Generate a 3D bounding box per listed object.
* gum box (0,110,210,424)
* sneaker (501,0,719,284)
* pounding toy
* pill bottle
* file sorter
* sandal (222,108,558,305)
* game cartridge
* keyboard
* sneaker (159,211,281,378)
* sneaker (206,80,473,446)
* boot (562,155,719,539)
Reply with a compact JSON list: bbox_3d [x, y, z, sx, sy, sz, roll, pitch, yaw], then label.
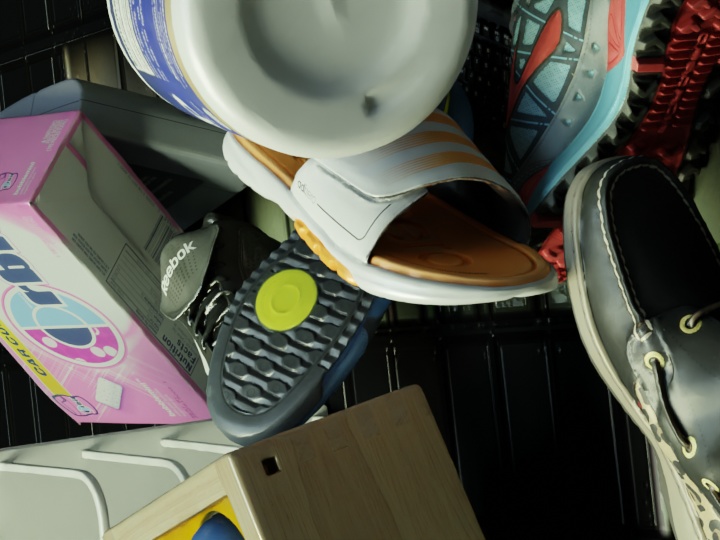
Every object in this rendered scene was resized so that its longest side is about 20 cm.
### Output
[{"bbox_3d":[-0.149,0.006,1.437,0.113,0.200,0.066,-3,49,38],"label":"gum box"},{"bbox_3d":[0.100,-0.083,1.100,0.096,0.079,0.200,56,131,39],"label":"sneaker"},{"bbox_3d":[-0.038,0.180,1.175,0.200,0.142,0.185,-35,75,58],"label":"pounding toy"},{"bbox_3d":[-0.038,-0.114,1.076,0.200,0.119,0.120,-151,59,-71],"label":"pill bottle"},{"bbox_3d":[-0.069,0.149,1.326,0.124,0.199,0.139,-2,94,57],"label":"file sorter"},{"bbox_3d":[0.004,-0.043,1.096,0.207,0.079,0.059,35,125,49],"label":"sandal"},{"bbox_3d":[-0.149,-0.055,1.494,0.200,0.133,0.042,-29,49,59],"label":"game cartridge"},{"bbox_3d":[0.056,-0.099,1.209,0.200,0.039,0.105,30,122,55],"label":"keyboard"},{"bbox_3d":[-0.064,0.023,1.314,0.067,0.090,0.200,-51,11,16],"label":"sneaker"},{"bbox_3d":[0.000,0.000,1.195,0.066,0.078,0.201,16,68,29],"label":"sneaker"},{"bbox_3d":[0.160,0.037,1.002,0.150,0.073,0.201,-26,81,60],"label":"boot"}]
